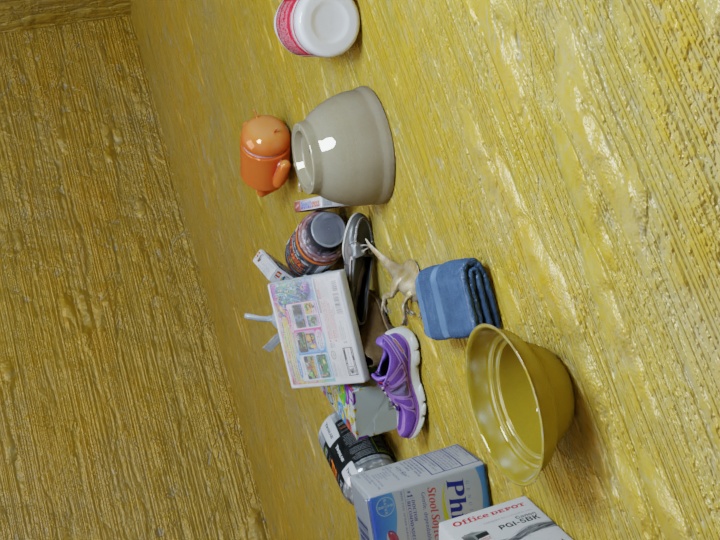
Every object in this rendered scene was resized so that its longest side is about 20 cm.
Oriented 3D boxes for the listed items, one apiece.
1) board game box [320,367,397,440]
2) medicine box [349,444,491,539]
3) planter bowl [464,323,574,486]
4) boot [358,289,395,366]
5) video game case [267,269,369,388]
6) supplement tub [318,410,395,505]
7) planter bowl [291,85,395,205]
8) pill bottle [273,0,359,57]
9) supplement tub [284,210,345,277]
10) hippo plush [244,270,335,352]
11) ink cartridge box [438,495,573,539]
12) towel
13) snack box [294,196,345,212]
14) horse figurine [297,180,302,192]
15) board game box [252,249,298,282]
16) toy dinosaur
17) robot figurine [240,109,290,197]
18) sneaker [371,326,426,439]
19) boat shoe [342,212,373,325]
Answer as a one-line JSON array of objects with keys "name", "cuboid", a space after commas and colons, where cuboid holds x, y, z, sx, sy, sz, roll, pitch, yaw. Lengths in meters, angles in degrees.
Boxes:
[{"name": "board game box", "cuboid": [-0.002, 0.218, 1.883, 0.200, 0.101, 0.107, -136, 38, -60]}, {"name": "medicine box", "cuboid": [0.099, 0.394, 1.531, 0.103, 0.196, 0.186, -160, 59, -71]}, {"name": "planter bowl", "cuboid": [0.209, 0.157, 1.224, 0.200, 0.082, 0.205, 168, 90, -72]}, {"name": "boot", "cuboid": [0.011, 0.101, 1.814, 0.201, 0.074, 0.075, -121, 23, -48]}, {"name": "video game case", "cuboid": [-0.078, 0.109, 1.788, 0.180, 0.024, 0.204, -10, 96, 39]}, {"name": "supplement tub", "cuboid": [0.001, 0.378, 1.951, 0.201, 0.120, 0.124, -122, 26, -47]}, {"name": "planter bowl", "cuboid": [-0.040, -0.201, 1.671, 0.200, 0.132, 0.205, 168, 90, -72]}, {"name": "pill bottle", "cuboid": [-0.083, -0.424, 1.690, 0.200, 0.110, 0.115, -150, 50, -66]}, {"name": "supplement tub", "cuboid": [-0.085, -0.055, 1.951, 0.200, 0.105, 0.109, 134, 121, -69]}, {"name": "hippo plush", "cuboid": [-0.082, 0.087, 1.912, 0.198, 0.160, 0.161, -31, 92, 31]}, {"name": "ink cartridge box", "cuboid": [0.206, 0.392, 1.288, 0.200, 0.144, 0.085, -146, 47, -64]}, {"name": "towel", "cuboid": [0.137, 0.043, 1.429, 0.200, 0.048, 0.114, 163, 95, -73]}, {"name": "snack box", "cuboid": [-0.070, -0.131, 1.909, 0.200, 0.070, 0.025, -177, 81, -72]}, {"name": "horse figurine", "cuboid": [-0.095, -0.223, 1.952, 0.200, 0.049, 0.136, -166, 77, -77]}, {"name": "board game box", "cuboid": [-0.125, 0.037, 2.048, 0.199, 0.035, 0.126, 36, -177, -28]}, {"name": "toy dinosaur", "cuboid": [0.071, 0.024, 1.639, 0.200, 0.057, 0.103, 41, 126, 50]}, {"name": "robot figurine", "cuboid": [-0.211, -0.259, 2.194, 0.202, 0.114, 0.146, 97, 175, -48]}, {"name": "sneaker", "cuboid": [0.061, 0.197, 1.709, 0.080, 0.082, 0.204, -150, 50, -67]}, {"name": "boat shoe", "cuboid": [0.000, 0.000, 1.778, 0.056, 0.066, 0.204, 16, 101, 40]}]
